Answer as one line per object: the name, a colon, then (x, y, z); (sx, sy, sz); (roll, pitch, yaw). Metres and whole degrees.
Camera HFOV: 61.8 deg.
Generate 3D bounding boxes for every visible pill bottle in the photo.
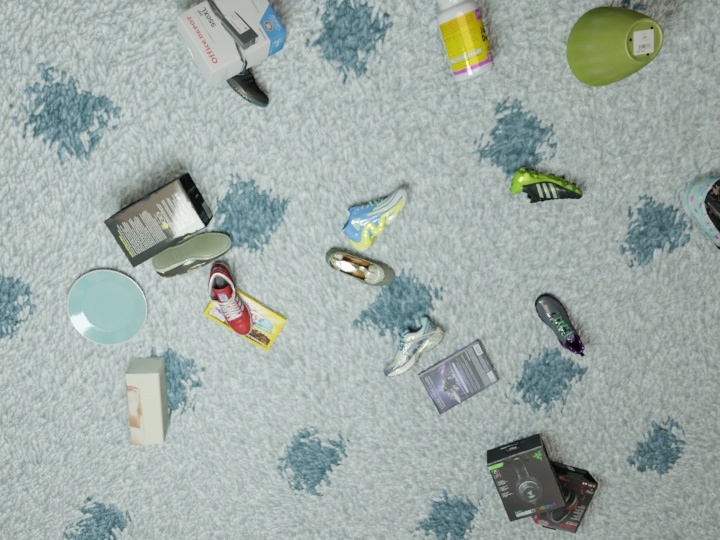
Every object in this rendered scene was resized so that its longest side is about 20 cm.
pill bottle: (0.242, -0.563, 1.424); (0.102, 0.104, 0.203); (-22, 108, 0)

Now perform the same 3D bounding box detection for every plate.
plate: (-0.644, 0.093, 1.536); (0.195, 0.026, 0.205); (-2, 105, -6)

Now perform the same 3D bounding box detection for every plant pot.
plant pot: (0.621, -0.538, 1.430); (0.183, 0.200, 0.191); (-2, 106, -7)

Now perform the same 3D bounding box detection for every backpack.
backpack: (0.972, -0.162, 1.622); (0.199, 0.126, 0.168); (40, 86, -15)

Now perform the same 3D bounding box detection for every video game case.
video game case: (0.281, 0.306, 1.720); (0.198, 0.019, 0.144); (-29, 107, 3)

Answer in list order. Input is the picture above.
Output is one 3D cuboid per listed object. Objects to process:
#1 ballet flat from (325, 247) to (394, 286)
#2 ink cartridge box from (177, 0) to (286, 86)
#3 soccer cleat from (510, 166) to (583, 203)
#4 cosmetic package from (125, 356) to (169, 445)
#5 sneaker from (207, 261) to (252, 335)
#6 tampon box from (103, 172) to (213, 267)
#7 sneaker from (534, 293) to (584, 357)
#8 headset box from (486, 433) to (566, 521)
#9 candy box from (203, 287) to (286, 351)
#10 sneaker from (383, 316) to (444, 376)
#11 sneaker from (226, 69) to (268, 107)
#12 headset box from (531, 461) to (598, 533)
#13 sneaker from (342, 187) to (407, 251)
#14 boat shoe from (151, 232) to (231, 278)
ballet flat: (0.000, 0.000, 1.573); (0.197, 0.064, 0.068); (21, 103, -13)
ink cartridge box: (-0.285, -0.526, 1.332); (0.198, 0.084, 0.146); (-35, 94, -16)
soccer cleat: (0.487, -0.213, 1.583); (0.196, 0.068, 0.082); (13, 121, -10)
cosmetic package: (-0.557, 0.341, 1.578); (0.085, 0.103, 0.205); (0, 105, -8)
sneaker: (-0.327, 0.083, 1.502); (0.070, 0.113, 0.203); (-23, 104, -4)
tampon box: (-0.474, -0.123, 1.431); (0.197, 0.150, 0.128); (-28, 107, 2)
sneaker: (0.565, 0.151, 1.676); (0.074, 0.088, 0.200); (-40, 107, 5)
headset box: (0.477, 0.595, 1.751); (0.171, 0.093, 0.203); (-21, 94, 15)
candy box: (-0.304, 0.121, 1.587); (0.198, 0.026, 0.103); (32, 96, -15)
sneaker: (0.131, 0.207, 1.653); (0.199, 0.078, 0.087); (-41, 95, -2)
sneaker: (-0.283, -0.465, 1.400); (0.199, 0.073, 0.082); (41, 96, -17)
headset box: (0.614, 0.704, 1.845); (0.146, 0.075, 0.204); (17, 103, -11)
sneaker: (0.030, -0.148, 1.529); (0.104, 0.076, 0.201); (37, 99, -15)
boat shoe: (-0.420, -0.037, 1.512); (0.197, 0.061, 0.073); (-18, 64, -11)
